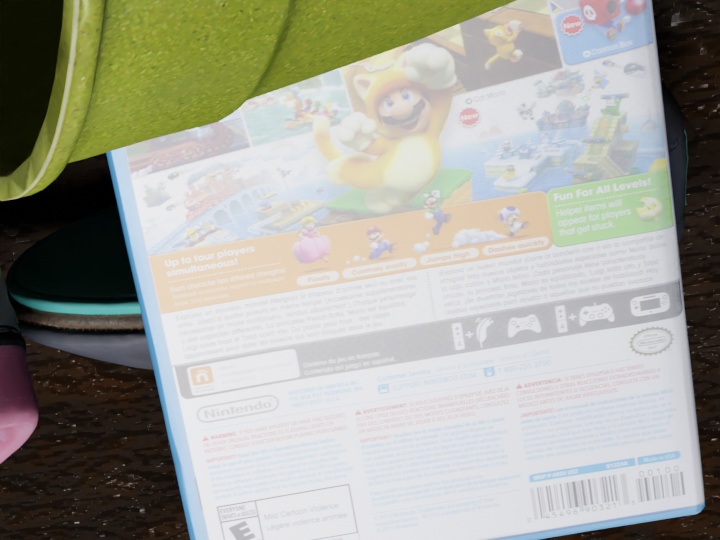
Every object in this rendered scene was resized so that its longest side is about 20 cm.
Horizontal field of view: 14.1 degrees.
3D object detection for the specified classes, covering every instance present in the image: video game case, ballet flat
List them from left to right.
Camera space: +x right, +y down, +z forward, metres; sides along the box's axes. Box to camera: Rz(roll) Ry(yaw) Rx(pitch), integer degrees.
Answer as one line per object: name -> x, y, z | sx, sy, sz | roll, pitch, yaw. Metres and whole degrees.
ballet flat -> 0.000, 0.000, 0.817 | 0.200, 0.073, 0.073 | -19, 149, 12
video game case -> 0.011, -0.010, 0.764 | 0.143, 0.018, 0.200 | -9, 120, 1

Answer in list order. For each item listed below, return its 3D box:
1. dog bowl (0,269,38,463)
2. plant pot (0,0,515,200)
dog bowl -> -0.174, 0.048, 0.768 | 0.200, 0.074, 0.200 | -29, 174, -3
plant pot -> 0.011, -0.129, 0.508 | 0.193, 0.201, 0.200 | -12, 153, -20
